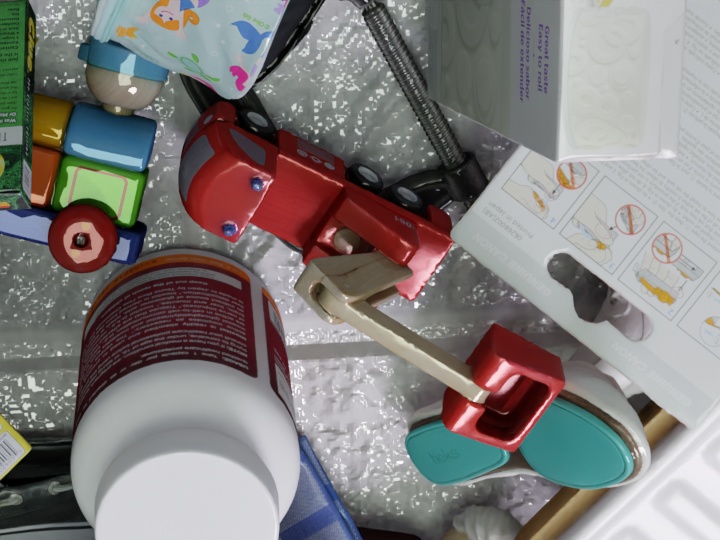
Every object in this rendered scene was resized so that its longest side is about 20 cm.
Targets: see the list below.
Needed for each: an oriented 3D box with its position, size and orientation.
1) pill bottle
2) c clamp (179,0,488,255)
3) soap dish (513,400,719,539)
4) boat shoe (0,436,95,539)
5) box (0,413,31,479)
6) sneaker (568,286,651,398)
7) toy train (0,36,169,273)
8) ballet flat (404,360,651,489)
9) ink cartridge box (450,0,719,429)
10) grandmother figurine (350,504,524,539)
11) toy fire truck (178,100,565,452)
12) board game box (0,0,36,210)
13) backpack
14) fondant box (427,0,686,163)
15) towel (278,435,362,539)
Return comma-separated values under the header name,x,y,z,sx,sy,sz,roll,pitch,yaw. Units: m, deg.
name,x,y,z,sx,sy,sz,roll,pitch,yaw
pill bottle,-0.089,0.077,0.891,0.113,0.200,0.113,-2,115,-5
c clamp,0.007,-0.087,0.924,0.171,0.027,0.200,-30,116,14
soap dish,0.193,0.142,0.973,0.157,0.081,0.200,39,106,-13
boat shoe,-0.213,0.119,0.967,0.199,0.074,0.068,1,119,-6
box,-0.259,0.049,0.789,0.117,0.048,0.200,-45,114,-17
sneaker,0.165,-0.021,0.950,0.099,0.078,0.200,35,98,-13
toy train,-0.198,-0.077,0.883,0.200,0.085,0.116,14,97,-4
ballet flat,0.096,0.077,0.932,0.069,0.200,0.070,5,79,-29
ink cartridge box,0.169,-0.046,0.887,0.162,0.050,0.200,39,94,6
grandmother figurine,0.011,0.199,1.040,0.200,0.061,0.121,-29,123,11
toy fire truck,0.000,0.000,0.876,0.200,0.141,0.049,26,115,-16
board game box,-0.255,-0.073,0.832,0.200,0.105,0.023,-3,156,2
backpack,-0.059,-0.184,0.784,0.150,0.178,0.200,19,110,-13
fondant box,0.083,-0.136,0.794,0.058,0.200,0.145,-3,104,-14
towel,-0.086,0.200,1.014,0.200,0.024,0.147,-30,87,8
